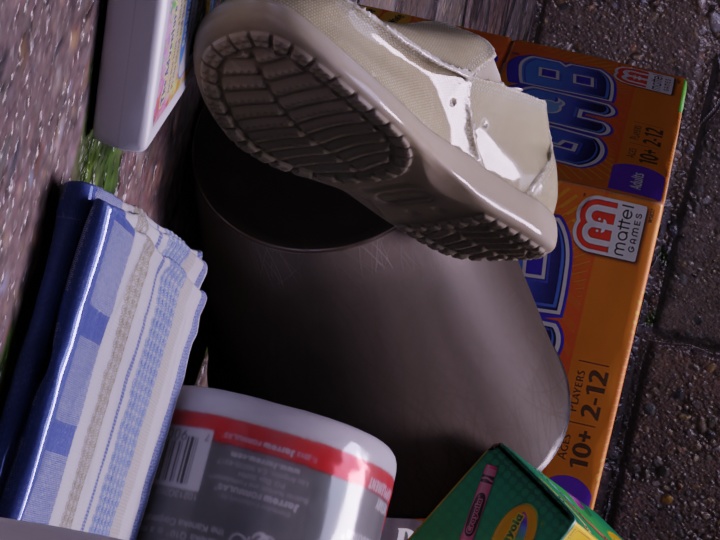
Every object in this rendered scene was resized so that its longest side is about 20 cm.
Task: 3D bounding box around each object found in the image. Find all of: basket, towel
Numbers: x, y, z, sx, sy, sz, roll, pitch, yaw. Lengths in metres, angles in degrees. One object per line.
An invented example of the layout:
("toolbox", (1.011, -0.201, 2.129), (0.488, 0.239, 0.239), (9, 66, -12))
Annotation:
("basket", (0.000, 0.000, 1.109), (0.201, 0.179, 0.137), (77, 34, -57))
("towel", (-0.096, 0.051, 0.901), (0.200, 0.024, 0.148), (49, 56, -81))

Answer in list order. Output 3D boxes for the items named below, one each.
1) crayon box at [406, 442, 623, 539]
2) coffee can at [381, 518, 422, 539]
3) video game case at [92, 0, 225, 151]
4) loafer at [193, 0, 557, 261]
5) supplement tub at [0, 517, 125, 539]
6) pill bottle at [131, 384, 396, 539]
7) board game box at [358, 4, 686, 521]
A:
("crayon box", (0.035, 0.183, 1.142), (0.200, 0.058, 0.119), (-48, 148, 2))
("coffee can", (0.009, 0.165, 1.569), (0.147, 0.145, 0.201), (-70, 171, -52))
("video game case", (-0.050, -0.168, 0.880), (0.182, 0.023, 0.201), (-67, 169, -60))
("loafer", (0.009, -0.065, 0.941), (0.200, 0.075, 0.069), (35, 58, -50))
("supplement tub", (-0.082, 0.181, 0.716), (0.145, 0.144, 0.202), (41, 62, -84))
("pill bottle", (-0.061, 0.157, 1.023), (0.114, 0.113, 0.202), (78, 25, -77))
("board game box", (0.051, -0.001, 1.338), (0.200, 0.198, 0.201), (-65, 166, -66))
